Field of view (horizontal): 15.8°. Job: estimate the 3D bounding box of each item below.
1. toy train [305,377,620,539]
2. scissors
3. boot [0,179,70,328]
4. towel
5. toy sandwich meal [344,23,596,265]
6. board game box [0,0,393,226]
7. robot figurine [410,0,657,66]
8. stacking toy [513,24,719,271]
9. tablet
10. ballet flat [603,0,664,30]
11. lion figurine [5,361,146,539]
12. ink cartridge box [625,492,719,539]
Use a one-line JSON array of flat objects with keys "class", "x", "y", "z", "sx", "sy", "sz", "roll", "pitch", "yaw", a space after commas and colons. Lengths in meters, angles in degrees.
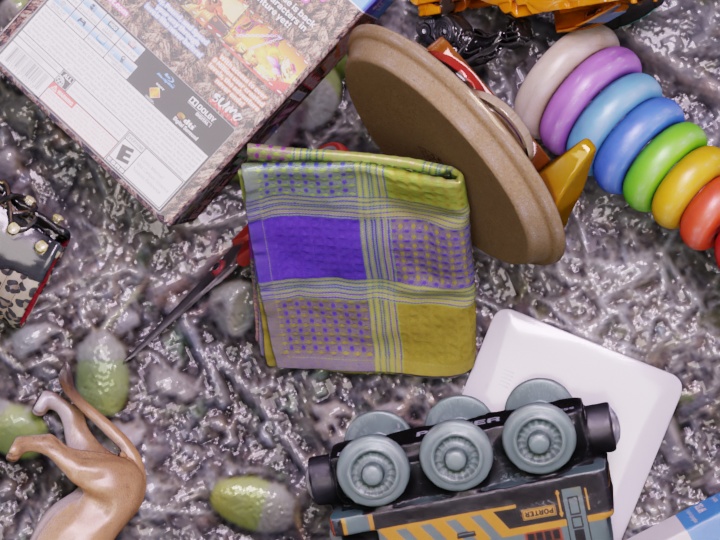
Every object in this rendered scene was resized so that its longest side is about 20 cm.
[{"class": "toy train", "x": 0.069, "y": 0.139, "z": 1.621, "sx": 0.200, "sy": 0.085, "sz": 0.114, "roll": -12, "pitch": 101, "yaw": 6}, {"class": "scissors", "x": -0.080, "y": -0.012, "z": 1.667, "sx": 0.200, "sy": 0.073, "sz": 0.014, "roll": -36, "pitch": 127, "yaw": 27}, {"class": "boot", "x": -0.246, "y": -0.066, "z": 1.630, "sx": 0.154, "sy": 0.073, "sz": 0.204, "roll": 30, "pitch": 127, "yaw": 0}, {"class": "towel", "x": 0.000, "y": 0.000, "z": 1.598, "sx": 0.144, "sy": 0.200, "sz": 0.023, "roll": 6, "pitch": 51, "yaw": 7}, {"class": "toy sandwich meal", "x": 0.070, "y": -0.084, "z": 1.563, "sx": 0.070, "sy": 0.205, "sz": 0.205, "roll": -42, "pitch": 88, "yaw": -14}, {"class": "board game box", "x": -0.105, "y": -0.153, "z": 1.624, "sx": 0.159, "sy": 0.097, "sz": 0.200, "roll": 44, "pitch": 96, "yaw": 2}, {"class": "robot figurine", "x": 0.101, "y": -0.201, "z": 1.580, "sx": 0.200, "sy": 0.058, "sz": 0.145, "roll": -2, "pitch": 94, "yaw": 49}, {"class": "stacking toy", "x": 0.188, "y": -0.060, "z": 1.578, "sx": 0.200, "sy": 0.085, "sz": 0.085, "roll": 44, "pitch": 96, "yaw": 22}, {"class": "tablet", "x": 0.111, "y": 0.138, "z": 1.661, "sx": 0.130, "sy": 0.014, "sz": 0.200, "roll": 22, "pitch": 95, "yaw": 4}, {"class": "ballet flat", "x": 0.157, "y": -0.251, "z": 1.615, "sx": 0.068, "sy": 0.068, "sz": 0.200, "roll": -7, "pitch": 103, "yaw": -4}, {"class": "lion figurine", "x": -0.186, "y": 0.171, "z": 1.664, "sx": 0.122, "sy": 0.072, "sz": 0.200, "roll": 27, "pitch": 91, "yaw": -4}, {"class": "ink cartridge box", "x": 0.173, "y": 0.235, "z": 1.624, "sx": 0.200, "sy": 0.067, "sz": 0.116, "roll": -27, "pitch": 93, "yaw": 2}]
